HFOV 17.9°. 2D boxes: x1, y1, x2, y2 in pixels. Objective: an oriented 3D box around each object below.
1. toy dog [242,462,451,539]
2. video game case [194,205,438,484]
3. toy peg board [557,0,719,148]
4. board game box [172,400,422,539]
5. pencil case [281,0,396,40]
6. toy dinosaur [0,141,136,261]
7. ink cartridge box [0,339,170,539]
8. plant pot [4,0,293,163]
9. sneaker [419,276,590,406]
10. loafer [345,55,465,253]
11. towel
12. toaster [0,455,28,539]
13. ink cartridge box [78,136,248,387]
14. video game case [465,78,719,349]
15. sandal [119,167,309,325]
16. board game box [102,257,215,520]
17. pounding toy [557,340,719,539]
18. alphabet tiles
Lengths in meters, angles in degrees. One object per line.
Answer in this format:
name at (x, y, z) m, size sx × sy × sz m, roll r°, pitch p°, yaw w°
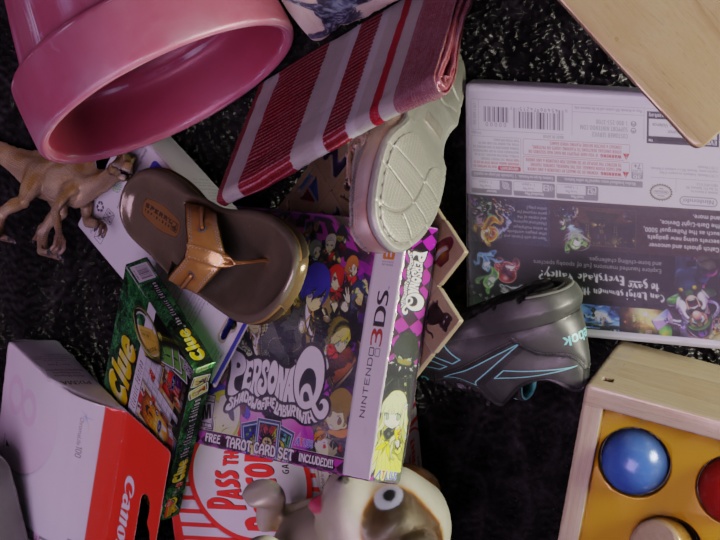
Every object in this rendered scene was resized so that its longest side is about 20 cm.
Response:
toy dog at (-0.012, 0.228, 1.661) m, size 0.193 × 0.140 × 0.200 m, roll 30°, pitch 117°, yaw -6°
video game case at (-0.036, 0.049, 1.642) m, size 0.199 × 0.036 × 0.182 m, roll 8°, pitch 88°, yaw 47°
toy peg board at (0.226, -0.219, 1.511) m, size 0.199 × 0.098 × 0.200 m, roll -43°, pitch 89°, yaw 4°
board game box at (-0.051, 0.153, 1.751) m, size 0.199 × 0.046 × 0.152 m, roll -1°, pitch 106°, yaw 21°
pencil case at (0.025, -0.234, 1.585) m, size 0.199 × 0.090 × 0.078 m, roll -25°, pitch 140°, yaw 26°
toy dinosaur at (-0.239, -0.064, 1.746) m, size 0.199 × 0.058 × 0.102 m, roll 14°, pitch 83°, yaw 37°
ink cartridge box at (-0.222, 0.166, 1.762) m, size 0.200 × 0.057 × 0.163 m, roll 40°, pitch 126°, yaw 53°
plant pot at (-0.172, -0.201, 1.619) m, size 0.200 × 0.200 × 0.180 m, roll -31°, pitch 79°, yaw 26°
sneaker at (0.078, 0.062, 1.629) m, size 0.199 × 0.075 × 0.080 m, roll -13°, pitch 101°, yaw 41°
loafer at (0.022, -0.083, 1.580) m, size 0.063 × 0.201 × 0.072 m, roll -12°, pitch 130°, yaw 32°
towel at (-0.007, -0.125, 1.589) m, size 0.199 × 0.144 × 0.023 m, roll -26°, pitch 119°, yaw 32°
toaster at (-0.350, 0.225, 1.807) m, size 0.180 × 0.118 × 0.201 m, roll 5°, pitch 111°, yaw 54°
ink cartridge box at (-0.128, -0.013, 1.687) m, size 0.200 × 0.039 × 0.100 m, roll 48°, pitch 120°, yaw 34°
video game case at (0.172, -0.041, 1.621) m, size 0.199 × 0.023 × 0.183 m, roll 5°, pitch 107°, yaw 19°
sandal at (-0.115, -0.019, 1.610) m, size 0.200 × 0.054 × 0.081 m, roll 29°, pitch 107°, yaw 40°
board game box at (-0.155, 0.092, 1.704) m, size 0.105 × 0.023 × 0.200 m, roll 56°, pitch 150°, yaw 29°
pounding toy at (0.235, 0.184, 1.599) m, size 0.183 × 0.142 × 0.201 m, roll 15°, pitch 111°, yaw 16°
alphabet tiles at (0.000, 0.000, 1.645) m, size 0.167 × 0.006 × 0.200 m, roll -52°, pitch 50°, yaw 26°
